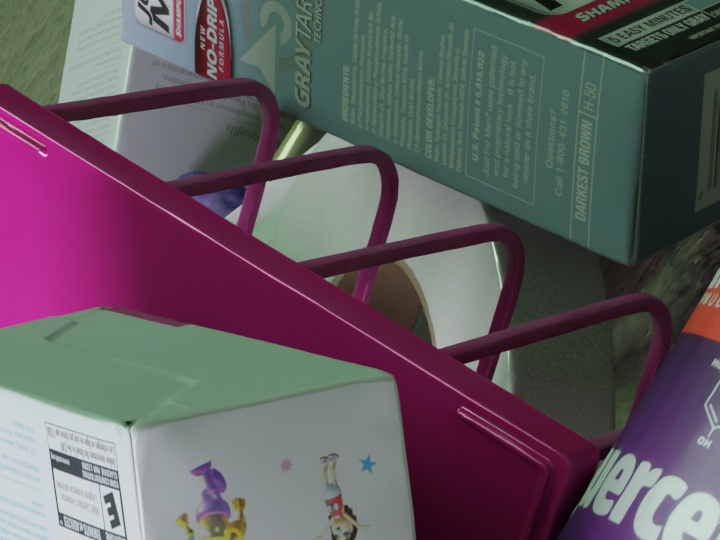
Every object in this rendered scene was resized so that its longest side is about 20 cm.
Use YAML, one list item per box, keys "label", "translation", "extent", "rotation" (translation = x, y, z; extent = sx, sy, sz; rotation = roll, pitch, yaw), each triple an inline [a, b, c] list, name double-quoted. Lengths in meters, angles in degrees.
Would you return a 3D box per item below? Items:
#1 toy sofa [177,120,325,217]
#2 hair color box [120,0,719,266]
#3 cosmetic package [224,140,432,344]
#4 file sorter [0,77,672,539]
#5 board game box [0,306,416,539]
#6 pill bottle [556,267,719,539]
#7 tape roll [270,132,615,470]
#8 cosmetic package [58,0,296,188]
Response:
- label: "toy sofa"
  translation: [-0.004, -0.027, 1.174]
  extent: [0.083, 0.098, 0.200]
  rotation: [-57, 15, 2]
- label: "hair color box"
  translation: [0.033, -0.076, 0.844]
  extent: [0.099, 0.200, 0.061]
  rotation: [-25, -52, -40]
- label: "cosmetic package"
  translation: [0.000, 0.000, 1.037]
  extent: [0.200, 0.083, 0.051]
  rotation: [-37, -11, 17]
- label: "file sorter"
  translation: [-0.006, 0.049, 0.771]
  extent: [0.125, 0.200, 0.139]
  rotation: [-14, -52, -49]
- label: "board game box"
  translation: [-0.040, 0.116, 0.657]
  extent: [0.147, 0.064, 0.200]
  rotation: [11, 110, 63]
- label: "pill bottle"
  translation: [0.106, 0.060, 0.638]
  extent: [0.200, 0.112, 0.112]
  rotation: [-59, 15, -4]
- label: "tape roll"
  translation: [0.017, 0.047, 0.915]
  extent: [0.203, 0.037, 0.203]
  rotation: [-177, 90, -65]
- label: "cosmetic package"
  translation: [-0.082, -0.032, 1.296]
  extent: [0.074, 0.102, 0.200]
  rotation: [-12, 65, 57]
